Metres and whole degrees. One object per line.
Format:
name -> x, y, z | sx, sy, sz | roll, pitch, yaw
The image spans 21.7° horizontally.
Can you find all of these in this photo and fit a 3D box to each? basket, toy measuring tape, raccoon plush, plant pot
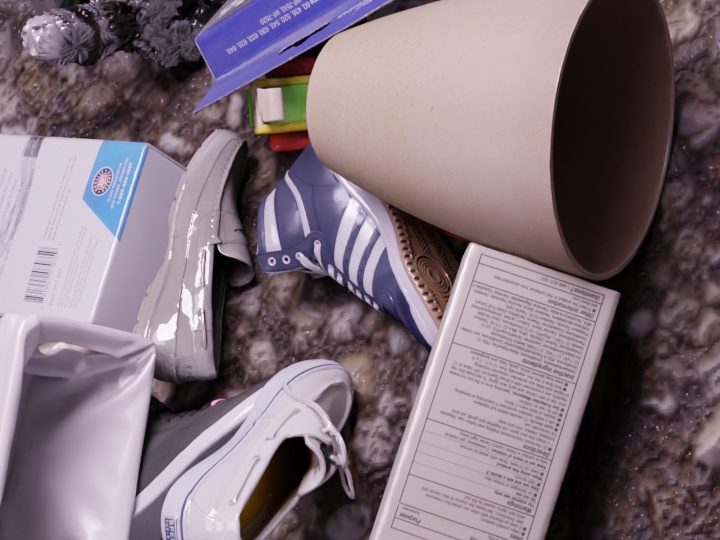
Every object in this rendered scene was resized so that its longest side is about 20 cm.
basket -> -0.237, 0.131, 1.278 | 0.123, 0.135, 0.201 | 5, 83, 37
toy measuring tape -> -0.042, -0.118, 1.323 | 0.074, 0.073, 0.200 | -58, 7, 0
raccoon plush -> -0.196, -0.230, 1.460 | 0.134, 0.199, 0.097 | 41, 122, 37
plant pot -> 0.073, -0.098, 1.195 | 0.199, 0.187, 0.188 | 8, 75, 31

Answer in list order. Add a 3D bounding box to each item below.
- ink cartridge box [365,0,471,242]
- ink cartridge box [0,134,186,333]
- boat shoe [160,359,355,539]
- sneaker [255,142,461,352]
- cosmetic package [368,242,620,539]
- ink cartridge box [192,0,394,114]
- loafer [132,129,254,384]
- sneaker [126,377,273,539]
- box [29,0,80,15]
ink cartridge box -> 0.064, -0.132, 1.316 | 0.162, 0.057, 0.201 | 17, 76, 38
ink cartridge box -> -0.234, -0.022, 1.449 | 0.199, 0.084, 0.146 | 6, 74, 36
boat shoe -> -0.040, 0.120, 1.210 | 0.086, 0.202, 0.075 | 2, 114, 32
sneaker -> 0.000, 0.000, 1.292 | 0.108, 0.070, 0.201 | -42, 61, 25
cosmetic package -> 0.080, 0.097, 1.161 | 0.103, 0.087, 0.201 | 20, 79, 3
ink cartridge box -> -0.024, -0.213, 1.328 | 0.197, 0.047, 0.200 | -25, 20, 35
loafer -> -0.109, -0.010, 1.375 | 0.069, 0.070, 0.201 | 9, 68, 12
sneaker -> -0.129, 0.110, 1.329 | 0.200, 0.071, 0.100 | -39, 58, 20
box -> -0.211, -0.300, 1.526 | 0.036, 0.144, 0.201 | 29, 86, -4
